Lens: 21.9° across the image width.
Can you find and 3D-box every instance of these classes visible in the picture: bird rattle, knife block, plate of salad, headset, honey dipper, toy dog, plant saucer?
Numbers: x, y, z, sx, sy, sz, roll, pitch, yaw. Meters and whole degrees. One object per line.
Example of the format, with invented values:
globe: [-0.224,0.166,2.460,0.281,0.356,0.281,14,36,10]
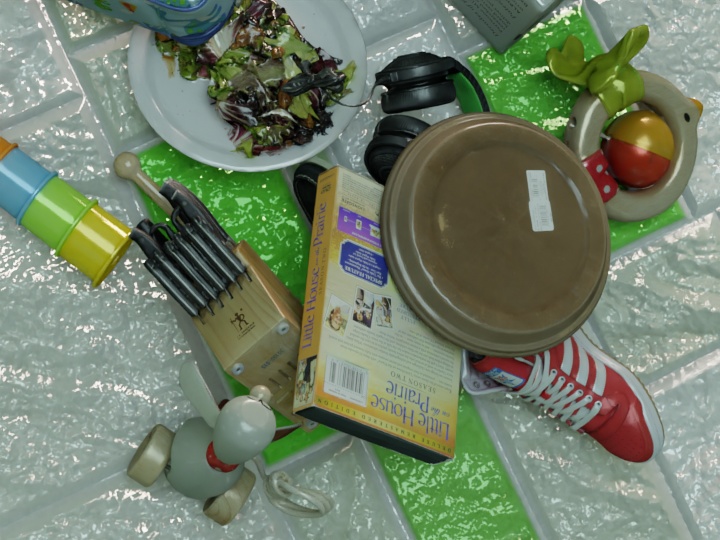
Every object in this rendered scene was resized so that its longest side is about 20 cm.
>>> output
bird rattle: [0.217,-0.105,1.572,0.162,0.113,0.201,18,80,-25]
knife block: [-0.097,0.020,1.473,0.064,0.200,0.176,-40,52,7]
plate of salad: [-0.092,-0.177,1.529,0.199,0.048,0.201,2,68,-6]
headset: [0.030,-0.123,1.523,0.200,0.094,0.124,23,70,-47]
honey dipper: [-0.126,-0.023,1.517,0.200,0.038,0.038,43,75,-1]
toy dog: [-0.100,0.124,1.432,0.132,0.199,0.097,40,58,-28]
plant saucer: [0.112,-0.032,1.463,0.199,0.029,0.201,5,75,-19]

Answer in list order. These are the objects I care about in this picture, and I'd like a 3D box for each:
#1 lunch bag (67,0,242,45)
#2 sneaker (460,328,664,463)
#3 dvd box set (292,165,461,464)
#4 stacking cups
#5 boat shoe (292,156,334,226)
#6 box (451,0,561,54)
lunch bag: [-0.177,-0.284,1.505,0.199,0.082,0.162,19,77,13]
sneaker: [0.156,0.093,1.513,0.200,0.071,0.112,49,41,7]
dvd box set: [0.020,0.036,1.444,0.146,0.029,0.201,23,61,-34]
stacking cups: [-0.273,-0.069,1.480,0.200,0.061,0.061,38,75,-4]
boat shoe: [-0.001,0.001,1.518,0.066,0.074,0.200,-39,99,-27]
box: [0.136,-0.331,1.574,0.199,0.131,0.200,-43,91,-15]
